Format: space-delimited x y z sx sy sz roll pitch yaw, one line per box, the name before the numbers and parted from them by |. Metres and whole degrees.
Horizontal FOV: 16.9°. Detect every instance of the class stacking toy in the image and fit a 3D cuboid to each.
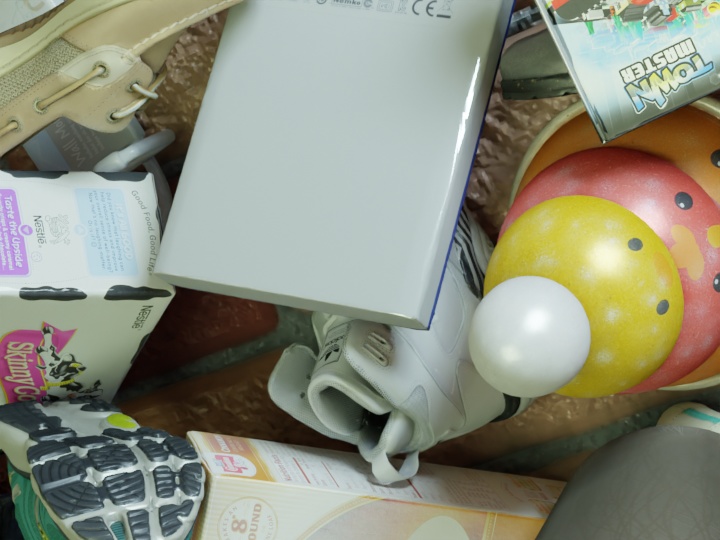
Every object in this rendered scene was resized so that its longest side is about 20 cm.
stacking toy | 0.101 0.011 1.036 0.146 0.200 0.146 9 112 23

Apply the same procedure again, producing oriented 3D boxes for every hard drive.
hard drive | -0.006 -0.080 1.095 0.132 0.025 0.200 10 76 24

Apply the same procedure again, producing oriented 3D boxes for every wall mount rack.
wall mount rack | -0.193 -0.073 1.225 0.174 0.075 0.200 -32 91 32

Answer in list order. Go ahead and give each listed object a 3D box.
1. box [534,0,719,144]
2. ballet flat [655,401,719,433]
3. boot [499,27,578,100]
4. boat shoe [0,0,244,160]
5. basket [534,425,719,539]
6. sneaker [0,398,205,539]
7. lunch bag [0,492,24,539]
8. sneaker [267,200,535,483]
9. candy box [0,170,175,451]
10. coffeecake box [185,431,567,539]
box | 0.167 -0.142 0.983 0.200 0.035 0.110 -25 92 19
ballet flat | 0.139 0.151 1.154 0.069 0.069 0.200 24 115 17
boot | 0.133 -0.160 1.046 0.200 0.070 0.132 -22 94 20
boat shoe | -0.119 -0.098 1.124 0.200 0.071 0.065 -21 98 25
basket | 0.125 0.156 1.005 0.180 0.200 0.136 -1 111 10
sneaker | -0.119 0.112 1.114 0.077 0.200 0.080 -6 100 -18
lunch bag | -0.112 0.196 1.252 0.200 0.124 0.170 -4 108 30
sneaker | 0.000 0.000 1.125 0.075 0.115 0.200 -26 96 47
candy box | -0.210 0.024 1.170 0.168 0.200 0.072 124 139 -52
coffeecake box | 0.005 0.170 1.137 0.200 0.073 0.154 9 101 -16
